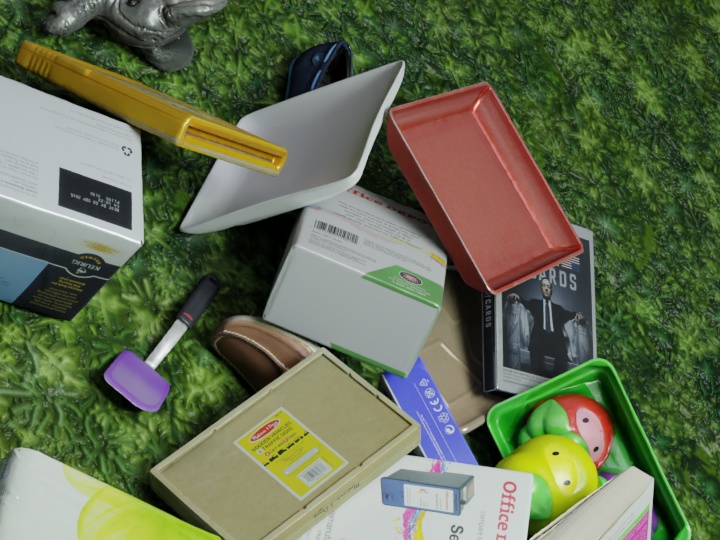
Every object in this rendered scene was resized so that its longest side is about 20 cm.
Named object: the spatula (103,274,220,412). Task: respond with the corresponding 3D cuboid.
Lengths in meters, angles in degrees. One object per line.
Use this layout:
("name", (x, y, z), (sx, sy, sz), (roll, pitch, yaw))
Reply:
("spatula", (-0.168, 0.059, 1.652), (0.057, 0.021, 0.200), (41, 40, -6))

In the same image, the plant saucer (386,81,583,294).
("plant saucer", (0.114, -0.077, 1.798), (0.200, 0.037, 0.200), (-22, 82, -55))

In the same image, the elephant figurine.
("elephant figurine", (-0.197, -0.265, 1.826), (0.142, 0.155, 0.200), (69, 29, -50))

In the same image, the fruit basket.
("fruit basket", (0.203, 0.196, 1.748), (0.216, 0.155, 0.216), (64, 5, -9))

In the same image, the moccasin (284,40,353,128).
("moccasin", (-0.040, -0.163, 1.896), (0.080, 0.068, 0.200), (34, 40, -41))

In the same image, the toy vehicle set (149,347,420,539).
("toy vehicle set", (-0.062, 0.158, 1.567), (0.200, 0.027, 0.124), (-34, 56, -28))

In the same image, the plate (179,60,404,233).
("plate", (-0.057, -0.110, 1.763), (0.032, 0.199, 0.200), (57, 33, -27))

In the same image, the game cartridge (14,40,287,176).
("game cartridge", (-0.187, -0.147, 1.678), (0.200, 0.032, 0.176), (28, 7, 27))

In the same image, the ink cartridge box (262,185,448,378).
("ink cartridge box", (0.000, 0.000, 1.727), (0.145, 0.084, 0.200), (23, 23, -4))

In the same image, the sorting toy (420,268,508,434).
("sorting toy", (0.084, 0.065, 1.865), (0.200, 0.036, 0.185), (52, 40, 12))

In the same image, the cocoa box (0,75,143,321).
("cocoa box", (-0.299, -0.066, 1.550), (0.200, 0.131, 0.134), (20, 47, -29))

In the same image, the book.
("book", (0.210, 0.285, 1.655), (0.048, 0.200, 0.134), (30, 49, 35))

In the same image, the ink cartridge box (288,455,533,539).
("ink cartridge box", (0.041, 0.236, 1.575), (0.200, 0.088, 0.145), (9, 45, 4))

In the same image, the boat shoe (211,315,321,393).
("boat shoe", (-0.053, 0.116, 1.670), (0.200, 0.076, 0.072), (35, 52, -3))

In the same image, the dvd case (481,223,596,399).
("dvd case", (0.181, 0.039, 1.875), (0.150, 0.025, 0.200), (16, 67, -39))

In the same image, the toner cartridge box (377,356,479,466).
("toner cartridge box", (0.079, 0.185, 1.710), (0.043, 0.095, 0.200), (-25, 73, -12))

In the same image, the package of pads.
("package of pads", (-0.209, 0.240, 1.435), (0.200, 0.068, 0.155), (28, 44, -22))

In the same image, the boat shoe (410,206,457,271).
("boat shoe", (0.088, -0.035, 1.882), (0.200, 0.062, 0.075), (10, 50, -33))
